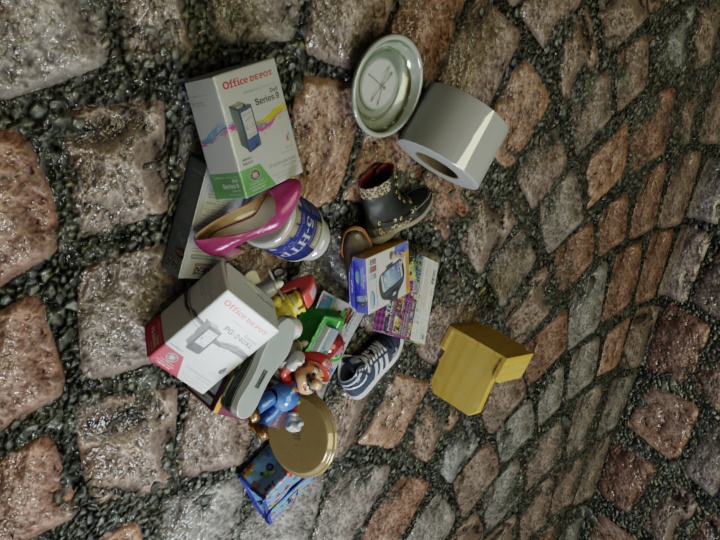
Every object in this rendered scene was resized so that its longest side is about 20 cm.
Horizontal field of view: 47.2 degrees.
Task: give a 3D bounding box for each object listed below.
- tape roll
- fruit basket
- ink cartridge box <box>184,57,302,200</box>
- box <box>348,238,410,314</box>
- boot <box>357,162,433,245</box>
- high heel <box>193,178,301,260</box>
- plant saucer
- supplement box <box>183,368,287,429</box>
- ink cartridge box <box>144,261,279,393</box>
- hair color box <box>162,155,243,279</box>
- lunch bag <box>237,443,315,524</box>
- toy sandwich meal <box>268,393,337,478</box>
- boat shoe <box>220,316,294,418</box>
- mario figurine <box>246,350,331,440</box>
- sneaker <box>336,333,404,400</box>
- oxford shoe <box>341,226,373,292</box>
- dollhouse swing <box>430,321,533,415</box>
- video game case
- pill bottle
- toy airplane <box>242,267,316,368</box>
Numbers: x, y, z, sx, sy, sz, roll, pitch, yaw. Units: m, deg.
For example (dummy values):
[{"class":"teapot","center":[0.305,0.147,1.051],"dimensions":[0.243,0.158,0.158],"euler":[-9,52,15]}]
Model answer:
[{"class":"tape roll","center":[0.194,-0.281,1.737],"dimensions":[0.202,0.201,0.141],"euler":[34,86,-50]},{"class":"fruit basket","center":[-0.072,0.153,1.775],"dimensions":[0.199,0.093,0.188],"euler":[32,87,-54]},{"class":"ink cartridge box","center":[-0.193,-0.237,1.378],"dimensions":[0.144,0.086,0.204],"euler":[-30,112,-44]},{"class":"box","center":[0.041,0.013,1.754],"dimensions":[0.199,0.041,0.122],"euler":[-26,117,-55]},{"class":"boot","center":[0.074,-0.163,1.774],"dimensions":[0.198,0.073,0.153],"euler":[-34,135,-21]},{"class":"high heel","center":[-0.191,-0.097,1.399],"dimensions":[0.198,0.068,0.096],"euler":[-35,152,14]},{"class":"plant saucer","center":[0.042,-0.370,1.639],"dimensions":[0.198,0.050,0.204],"euler":[-26,128,-37]},{"class":"supplement box","center":[-0.235,0.236,1.628],"dimensions":[0.199,0.109,0.087],"euler":[29,90,-50]},{"class":"ink cartridge box","center":[-0.264,0.104,1.469],"dimensions":[0.199,0.084,0.145],"euler":[-39,128,13]},{"class":"hair color box","center":[-0.271,-0.089,1.447],"dimensions":[0.098,0.060,0.204],"euler":[4,107,-48]},{"class":"lunch bag","center":[-0.177,0.479,1.862],"dimensions":[0.150,0.093,0.202],"euler":[-43,149,-24]},{"class":"toy sandwich meal","center":[-0.119,0.336,1.749],"dimensions":[0.070,0.202,0.210],"euler":[-4,115,-57]},{"class":"boat shoe","center":[-0.192,0.169,1.511],"dimensions":[0.202,0.063,0.071],"euler":[-60,144,-13]},{"class":"mario figurine","center":[-0.127,0.235,1.575],"dimensions":[0.199,0.106,0.124],"euler":[-41,167,-22]},{"class":"sneaker","center":[0.021,0.200,1.918],"dimensions":[0.202,0.070,0.108],"euler":[-54,142,-6]},{"class":"oxford shoe","center":[0.000,0.000,1.764],"dimensions":[0.070,0.074,0.203],"euler":[-9,126,1]},{"class":"dollhouse swing","center":[0.312,0.261,2.165],"dimensions":[0.179,0.198,0.180],"euler":[-2,112,-46]},{"class":"video game case","center":[0.108,0.058,1.916],"dimensions":[0.180,0.035,0.205],"euler":[20,78,-51]},{"class":"pill bottle","center":[-0.135,-0.083,1.538],"dimensions":[0.122,0.118,0.199],"euler":[-62,156,1]},{"class":"toy airplane","center":[-0.173,0.098,1.594],"dimensions":[0.198,0.140,0.203],"euler":[10,104,-49]}]
